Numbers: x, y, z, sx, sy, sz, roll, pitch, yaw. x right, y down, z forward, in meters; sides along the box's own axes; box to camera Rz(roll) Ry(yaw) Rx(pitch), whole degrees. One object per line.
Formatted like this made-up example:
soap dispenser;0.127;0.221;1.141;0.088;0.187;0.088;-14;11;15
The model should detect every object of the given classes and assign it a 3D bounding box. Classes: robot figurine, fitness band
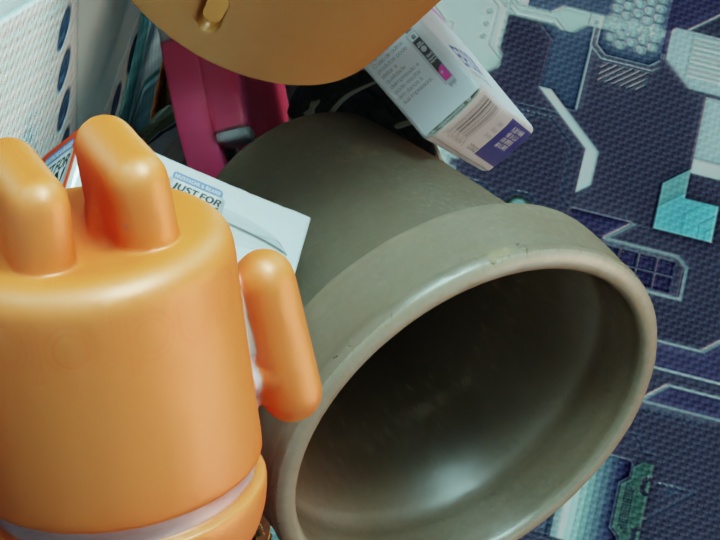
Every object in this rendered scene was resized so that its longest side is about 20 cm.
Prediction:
robot figurine;-0.099;0.045;1.095;0.144;0.117;0.200;-39;129;-49
fitness band;-0.064;-0.098;1.448;0.144;0.037;0.200;42;36;-73

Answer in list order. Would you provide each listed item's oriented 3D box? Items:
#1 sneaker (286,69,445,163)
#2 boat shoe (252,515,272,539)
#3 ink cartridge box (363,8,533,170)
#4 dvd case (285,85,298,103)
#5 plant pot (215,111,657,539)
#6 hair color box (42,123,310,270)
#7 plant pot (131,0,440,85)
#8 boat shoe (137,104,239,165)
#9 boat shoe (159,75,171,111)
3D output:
sneaker;0.029;-0.015;1.472;0.078;0.200;0.086;-33;177;5
boat shoe;-0.076;0.140;1.472;0.200;0.072;0.068;102;-21;-77
ink cartridge box;-0.002;-0.140;1.407;0.043;0.200;0.196;-40;172;7
dvd case;-0.050;-0.127;1.664;0.200;0.016;0.149;102;-34;-52
plant pot;0.011;0.018;1.337;0.175;0.200;0.200;53;-36;39
hair color box;-0.104;0.053;1.212;0.064;0.111;0.200;-24;-134;62
plant pot;-0.022;-0.174;1.212;0.140;0.200;0.200;-56;-169;41
boat shoe;-0.096;-0.042;1.502;0.072;0.062;0.200;64;23;-15
boat shoe;-0.076;-0.088;1.631;0.200;0.069;0.074;101;5;-45
